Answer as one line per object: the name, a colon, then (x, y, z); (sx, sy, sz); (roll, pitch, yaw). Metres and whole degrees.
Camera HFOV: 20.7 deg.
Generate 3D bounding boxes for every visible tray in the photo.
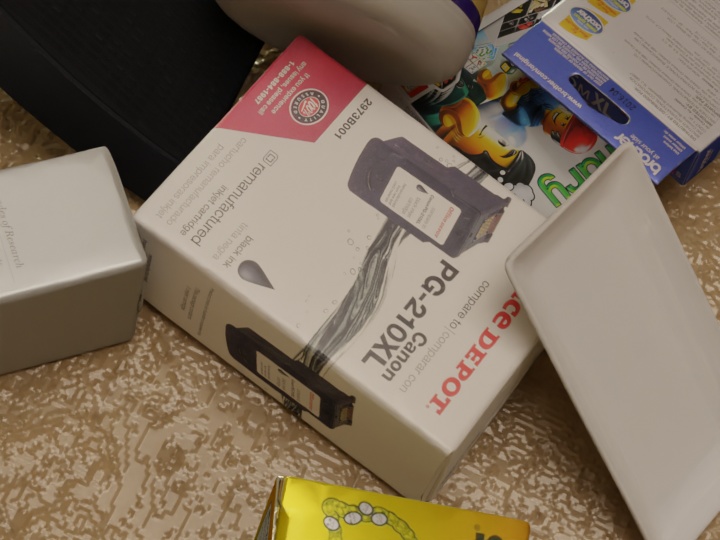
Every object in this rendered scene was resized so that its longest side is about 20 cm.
tray: (0.140, 0.045, 1.004); (0.107, 0.022, 0.200); (-43, 117, -30)

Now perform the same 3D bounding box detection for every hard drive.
hard drive: (-0.138, -0.140, 1.025); (0.200, 0.042, 0.135); (43, 58, -30)

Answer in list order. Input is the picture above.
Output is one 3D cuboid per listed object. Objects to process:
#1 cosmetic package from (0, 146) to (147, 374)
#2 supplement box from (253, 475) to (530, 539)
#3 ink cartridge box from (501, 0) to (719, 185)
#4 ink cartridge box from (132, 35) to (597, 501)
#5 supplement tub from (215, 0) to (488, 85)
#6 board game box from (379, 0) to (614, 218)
cosmetic package: (-0.211, 0.011, 0.965); (0.199, 0.102, 0.074); (-16, 70, -18)
supplement box: (-0.004, 0.181, 0.867); (0.109, 0.200, 0.109); (10, 64, -5)
ink cartridge box: (0.183, -0.130, 1.098); (0.119, 0.042, 0.200); (43, 62, 17)
ink cartridge box: (0.000, 0.000, 1.018); (0.200, 0.084, 0.145); (37, 64, 6)
supplement tub: (0.015, -0.214, 1.035); (0.145, 0.145, 0.201); (19, 79, -1)
board game box: (0.125, -0.103, 1.119); (0.200, 0.035, 0.126); (-34, 75, -23)
